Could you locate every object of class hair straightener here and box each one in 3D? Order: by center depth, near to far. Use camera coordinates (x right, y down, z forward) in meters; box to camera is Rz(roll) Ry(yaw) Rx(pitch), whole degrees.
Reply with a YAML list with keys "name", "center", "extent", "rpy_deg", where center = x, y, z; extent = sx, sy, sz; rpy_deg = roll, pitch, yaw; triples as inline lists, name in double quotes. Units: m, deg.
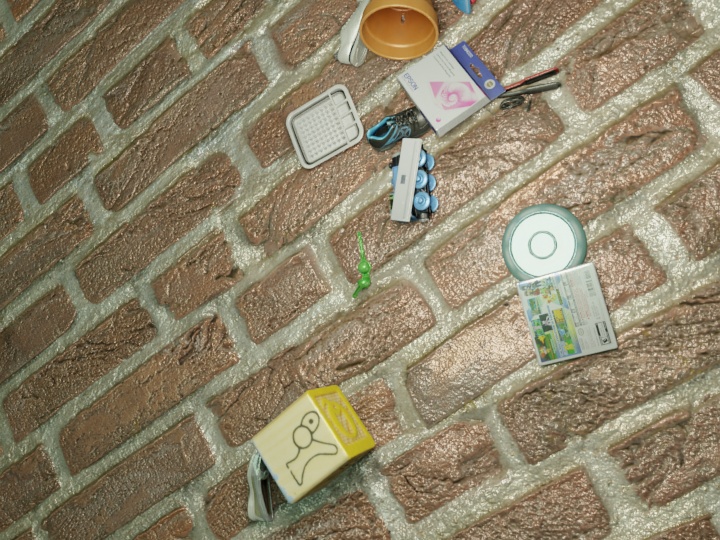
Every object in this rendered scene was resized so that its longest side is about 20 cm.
- name: "hair straightener"
  center: [0.385, -0.421, 1.622]
  extent: [0.197, 0.041, 0.078]
  rpy_deg: [-13, 81, 20]

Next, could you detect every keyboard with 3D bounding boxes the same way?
- name: "keyboard"
  center: [0.112, -0.223, 1.648]
  extent: [0.056, 0.011, 0.203]
  rpy_deg: [10, 92, 42]

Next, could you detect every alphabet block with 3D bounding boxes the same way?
- name: "alphabet block"
  center: [-0.114, 0.427, 1.675]
  extent: [0.199, 0.196, 0.196]
  rpy_deg: [-40, 75, 14]

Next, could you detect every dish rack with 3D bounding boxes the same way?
- name: "dish rack"
  center: [-0.091, -0.381, 1.806]
  extent: [0.198, 0.043, 0.174]
  rpy_deg: [-26, 78, 18]

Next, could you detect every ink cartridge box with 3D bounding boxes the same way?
- name: "ink cartridge box"
  center: [0.220, -0.459, 1.653]
  extent: [0.199, 0.043, 0.198]
  rpy_deg: [-35, 65, 5]

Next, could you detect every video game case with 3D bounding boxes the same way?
- name: "video game case"
  center: [0.472, 0.101, 1.547]
  extent: [0.180, 0.022, 0.203]
  rpy_deg: [-17, 89, 19]

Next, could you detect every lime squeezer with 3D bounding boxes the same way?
- name: "lime squeezer"
  center: [0.000, 0.000, 1.734]
  extent: [0.037, 0.070, 0.202]
  rpy_deg: [-22, 48, 34]

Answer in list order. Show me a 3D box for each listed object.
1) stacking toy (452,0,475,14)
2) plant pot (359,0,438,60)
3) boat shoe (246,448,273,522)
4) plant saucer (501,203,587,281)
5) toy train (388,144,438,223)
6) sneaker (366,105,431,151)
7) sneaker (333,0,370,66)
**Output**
- name: "stacking toy"
  center: [0.312, -0.741, 1.655]
  extent: [0.198, 0.110, 0.117]
  rpy_deg: [-29, 67, 2]
- name: "plant pot"
  center: [0.100, -0.647, 1.680]
  extent: [0.197, 0.200, 0.142]
  rpy_deg: [-2, 70, 21]
- name: "boat shoe"
  center: [-0.261, 0.567, 1.791]
  extent: [0.064, 0.074, 0.205]
  rpy_deg: [3, 91, 15]
- name: "plant saucer"
  center: [0.430, -0.059, 1.586]
  extent: [0.197, 0.027, 0.204]
  rpy_deg: [-2, 86, 22]
- name: "toy train"
  center: [0.127, -0.217, 1.687]
  extent: [0.113, 0.086, 0.203]
  rpy_deg: [-8, 83, 26]
- name: "sneaker"
  center: [0.107, -0.367, 1.706]
  extent: [0.198, 0.082, 0.074]
  rpy_deg: [-29, 74, 15]
- name: "sneaker"
  center: [-0.009, -0.646, 1.780]
  extent: [0.080, 0.076, 0.202]
  rpy_deg: [25, 94, 30]
